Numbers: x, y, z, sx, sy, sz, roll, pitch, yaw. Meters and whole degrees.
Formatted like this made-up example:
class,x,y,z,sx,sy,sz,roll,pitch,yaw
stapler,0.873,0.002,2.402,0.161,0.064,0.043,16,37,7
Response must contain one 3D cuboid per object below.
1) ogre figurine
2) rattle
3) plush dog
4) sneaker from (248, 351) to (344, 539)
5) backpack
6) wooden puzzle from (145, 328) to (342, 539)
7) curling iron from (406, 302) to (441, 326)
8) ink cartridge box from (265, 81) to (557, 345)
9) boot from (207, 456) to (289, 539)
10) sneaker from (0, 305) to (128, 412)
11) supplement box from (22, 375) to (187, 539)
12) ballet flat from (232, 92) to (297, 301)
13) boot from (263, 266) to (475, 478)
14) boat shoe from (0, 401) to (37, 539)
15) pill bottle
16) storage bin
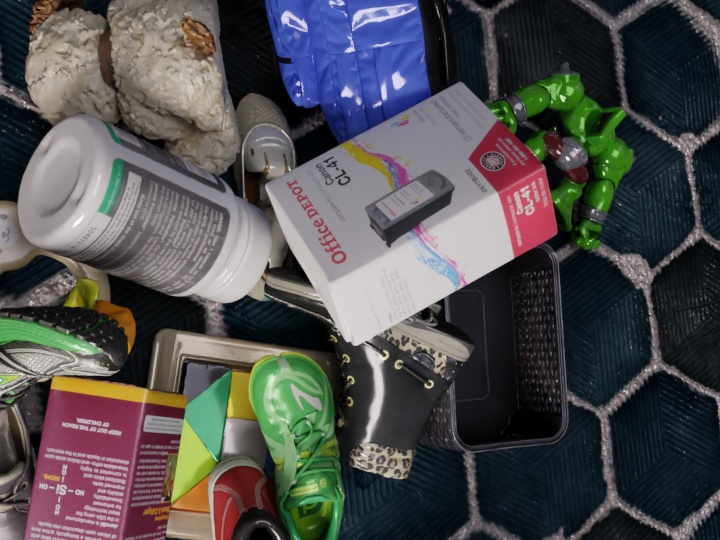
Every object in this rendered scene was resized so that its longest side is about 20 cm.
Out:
class,x,y,z,sx,sy,sz,roll,pitch,yaw
ogre figurine,0.221,-0.127,1.131,0.200,0.098,0.120,45,81,-3
rattle,-0.283,-0.003,0.866,0.130,0.143,0.201,-31,105,-5
plush dog,-0.205,-0.174,0.923,0.170,0.160,0.202,-10,89,-1
sneaker,-0.045,0.162,0.918,0.073,0.084,0.202,-16,112,-11
backpack,0.008,-0.209,1.000,0.166,0.163,0.201,-10,112,16
wooden puzzle,-0.107,0.158,0.985,0.198,0.037,0.187,11,81,-24
curling iron,0.000,0.000,0.961,0.049,0.200,0.026,16,102,-44
ink cartridge box,0.041,-0.051,0.889,0.199,0.148,0.086,-28,137,-8
boot,-0.086,0.279,0.907,0.072,0.144,0.202,-12,109,-14
sneaker,-0.263,0.070,0.812,0.078,0.198,0.086,-7,94,-68
supplement box,-0.213,0.194,0.880,0.085,0.110,0.202,7,81,10
ballet flat,-0.083,-0.073,1.002,0.067,0.062,0.202,-1,86,-26
boot,-0.013,0.094,0.969,0.202,0.074,0.155,21,101,-10
boat shoe,-0.303,0.171,0.878,0.071,0.065,0.202,-9,89,-25
pill bottle,-0.176,-0.044,0.899,0.199,0.113,0.114,25,74,-46
storage bin,0.124,0.075,1.069,0.134,0.094,0.202,-2,87,-25
